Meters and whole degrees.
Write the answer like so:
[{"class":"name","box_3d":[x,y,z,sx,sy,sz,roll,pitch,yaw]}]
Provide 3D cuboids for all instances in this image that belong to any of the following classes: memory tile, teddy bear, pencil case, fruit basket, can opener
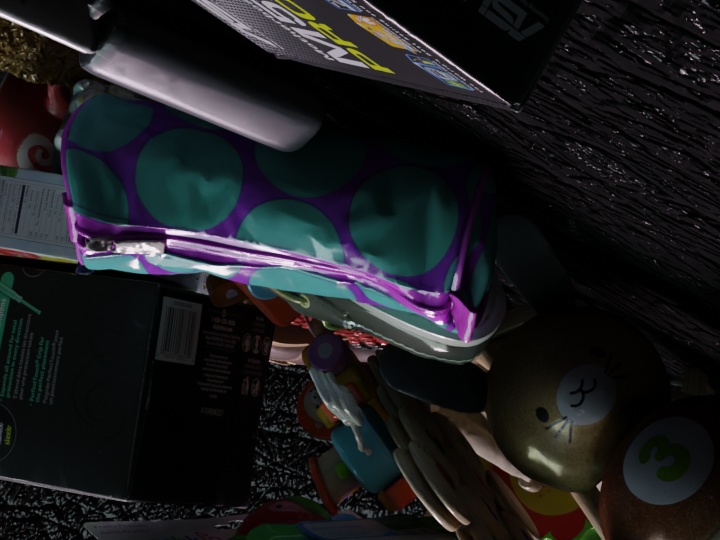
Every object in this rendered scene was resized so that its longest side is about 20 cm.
[{"class":"memory tile","box_3d":[0.061,0.123,1.076,0.153,0.017,0.200,52,-175,-16]},{"class":"teddy bear","box_3d":[-0.214,-0.144,1.162,0.200,0.067,0.145,31,173,-36]},{"class":"pencil case","box_3d":[-0.036,-0.025,0.930,0.200,0.092,0.085,9,135,9]},{"class":"fruit basket","box_3d":[-0.028,0.160,1.102,0.185,0.094,0.200,2,-163,-32]},{"class":"can opener","box_3d":[-0.092,-0.107,0.840,0.200,0.066,0.053,25,-138,-37]}]

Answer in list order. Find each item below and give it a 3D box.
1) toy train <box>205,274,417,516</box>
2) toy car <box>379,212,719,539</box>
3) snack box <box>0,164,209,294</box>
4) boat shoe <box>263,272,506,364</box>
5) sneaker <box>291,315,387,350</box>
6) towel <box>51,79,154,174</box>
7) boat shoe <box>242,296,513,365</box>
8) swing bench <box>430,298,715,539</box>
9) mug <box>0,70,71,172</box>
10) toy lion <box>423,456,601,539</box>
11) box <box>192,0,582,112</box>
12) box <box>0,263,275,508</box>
[{"class":"toy train","box_3d":[-0.033,0.056,1.088,0.150,0.056,0.200,49,-173,-35]},{"class":"toy car","box_3d":[0.116,0.069,0.997,0.200,0.164,0.158,42,177,6]},{"class":"snack box","box_3d":[-0.166,-0.023,1.199,0.142,0.053,0.200,10,176,4]},{"class":"boat shoe","box_3d":[-0.013,-0.008,1.011,0.202,0.072,0.060,32,140,25]},{"class":"sneaker","box_3d":[0.000,0.000,1.252,0.078,0.082,0.200,1,171,20]},{"class":"towel","box_3d":[-0.091,-0.061,1.162,0.171,0.048,0.200,14,177,-9]},{"class":"boat shoe","box_3d":[0.004,0.033,1.372,0.200,0.071,0.070,6,161,-20]},{"class":"swing bench","box_3d":[0.169,0.114,1.267,0.200,0.130,0.199,37,-179,31]},{"class":"mug","box_3d":[-0.156,-0.063,1.341,0.200,0.134,0.178,27,178,-11]},{"class":"toy lion","box_3d":[0.129,0.120,1.452,0.069,0.192,0.200,34,-146,-42]},{"class":"box","box_3d":[-0.054,-0.120,0.564,0.200,0.044,0.160,32,174,-30]},{"class":"box","box_3d":[-0.175,0.064,1.182,0.200,0.125,0.149,6,175,26]}]
